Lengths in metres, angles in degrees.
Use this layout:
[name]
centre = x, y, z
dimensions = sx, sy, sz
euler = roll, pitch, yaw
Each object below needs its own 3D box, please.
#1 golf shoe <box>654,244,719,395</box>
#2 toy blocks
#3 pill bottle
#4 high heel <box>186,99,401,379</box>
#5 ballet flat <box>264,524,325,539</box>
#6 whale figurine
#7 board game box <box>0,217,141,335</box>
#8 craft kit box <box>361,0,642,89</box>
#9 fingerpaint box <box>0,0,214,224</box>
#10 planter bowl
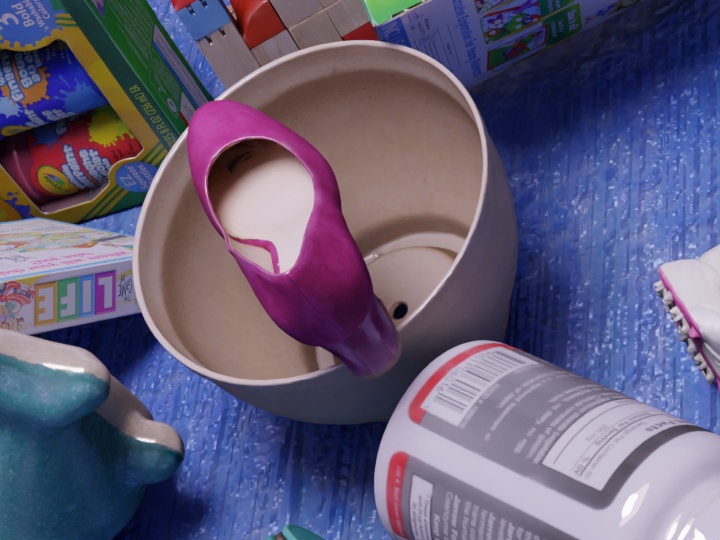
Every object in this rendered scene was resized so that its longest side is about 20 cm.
[golf shoe]
centre = 0.216, 0.045, 1.081
dimensions = 0.091, 0.075, 0.200
euler = -29, 44, 0
[toy blocks]
centre = -0.026, -0.165, 1.363
dimensions = 0.200, 0.137, 0.100
euler = -29, 43, 4
[pill bottle]
centre = 0.113, 0.115, 1.048
dimensions = 0.200, 0.114, 0.114
euler = 23, 66, 41
[high heel]
centre = -0.050, -0.034, 1.092
dimensions = 0.067, 0.096, 0.200
euler = -33, 51, 7
[ballet flat]
centre = 0.008, 0.196, 1.083
dimensions = 0.200, 0.067, 0.070
euler = 34, 98, 45
[whale figurine]
centre = -0.173, 0.093, 1.184
dimensions = 0.159, 0.200, 0.104
euler = 15, 70, -3
[board game box]
centre = -0.210, 0.005, 1.299
dimensions = 0.134, 0.034, 0.200
euler = 11, 13, 37
[craft kit box]
centre = 0.099, -0.167, 1.248
dimensions = 0.197, 0.200, 0.049
euler = -23, 79, 2
[fingerpaint box]
centre = -0.204, -0.116, 1.378
dimensions = 0.167, 0.200, 0.073
euler = -15, 47, 18
[planter bowl]
centre = 0.000, 0.000, 1.193
dimensions = 0.200, 0.135, 0.200
euler = -15, 54, 21
